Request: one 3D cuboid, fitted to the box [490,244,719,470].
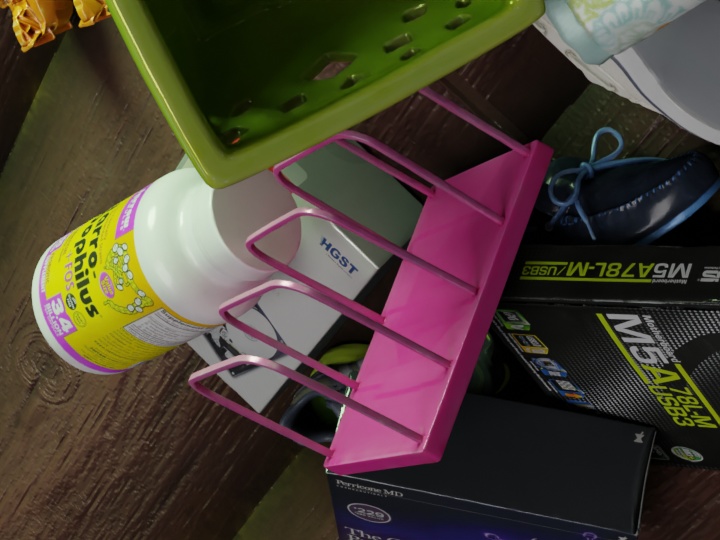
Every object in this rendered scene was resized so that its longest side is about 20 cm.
[{"bbox_3d":[0.193,0.057,1.081,0.192,0.048,0.200,4,148,38],"label":"box"}]

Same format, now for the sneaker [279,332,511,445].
[{"bbox_3d":[0.024,0.087,1.264,0.199,0.081,0.074,-23,104,45],"label":"sneaker"}]

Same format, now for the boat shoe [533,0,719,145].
[{"bbox_3d":[0.153,-0.134,1.030,0.199,0.071,0.070,36,162,7],"label":"boat shoe"}]

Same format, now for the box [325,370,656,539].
[{"bbox_3d":[0.085,0.144,1.174,0.198,0.079,0.142,10,151,10],"label":"box"}]

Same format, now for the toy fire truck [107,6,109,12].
[{"bbox_3d":[-0.137,-0.229,1.117,0.199,0.175,0.130,17,104,37],"label":"toy fire truck"}]

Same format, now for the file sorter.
[{"bbox_3d":[0.000,0.000,1.063,0.125,0.201,0.139,28,160,-18],"label":"file sorter"}]

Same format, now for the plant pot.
[{"bbox_3d":[-0.048,-0.184,0.928,0.200,0.199,0.181,65,173,-17],"label":"plant pot"}]

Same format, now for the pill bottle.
[{"bbox_3d":[-0.128,-0.004,1.193,0.199,0.104,0.105,-26,102,45],"label":"pill bottle"}]

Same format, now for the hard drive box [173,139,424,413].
[{"bbox_3d":[-0.066,-0.020,1.265,0.156,0.077,0.200,43,136,5],"label":"hard drive box"}]

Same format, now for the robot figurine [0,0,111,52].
[{"bbox_3d":[-0.239,-0.260,1.246,0.144,0.058,0.201,-13,111,42],"label":"robot figurine"}]

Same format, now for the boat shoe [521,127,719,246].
[{"bbox_3d":[0.128,-0.036,1.098,0.199,0.084,0.069,-25,99,43],"label":"boat shoe"}]

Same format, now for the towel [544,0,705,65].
[{"bbox_3d":[0.127,-0.225,0.882,0.171,0.048,0.201,-31,91,40],"label":"towel"}]
